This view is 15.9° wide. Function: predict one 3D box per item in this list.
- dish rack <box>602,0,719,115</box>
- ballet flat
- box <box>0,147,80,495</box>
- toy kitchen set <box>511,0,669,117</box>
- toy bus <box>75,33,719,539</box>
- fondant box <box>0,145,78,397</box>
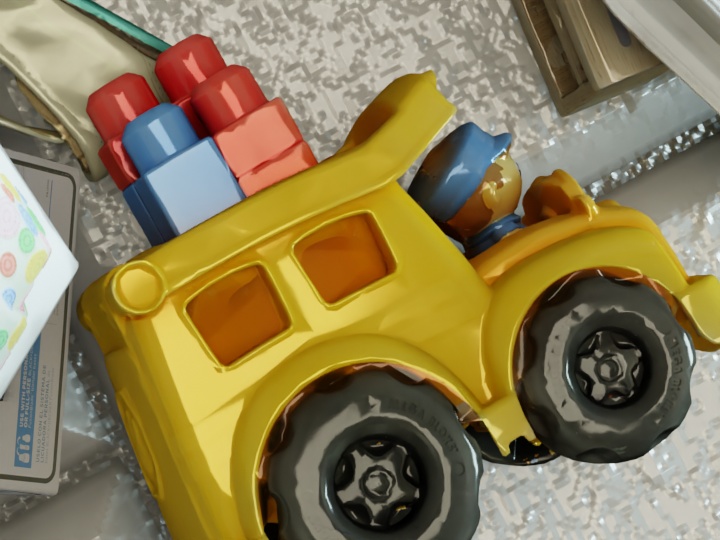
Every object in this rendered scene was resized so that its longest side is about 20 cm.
[{"bbox_3d":[0.164,-0.142,0.905,0.171,0.043,0.201,37,59,-32],"label":"dish rack"},{"bbox_3d":[-0.153,-0.100,0.887,0.199,0.069,0.070,35,79,-5],"label":"ballet flat"},{"bbox_3d":[-0.176,0.008,0.807,0.060,0.199,0.118,-1,80,34],"label":"box"},{"bbox_3d":[0.000,-0.126,0.865,0.199,0.163,0.182,-22,88,-12],"label":"toy kitchen set"},{"bbox_3d":[0.000,0.000,0.864,0.199,0.136,0.193,-27,90,-14],"label":"toy bus"},{"bbox_3d":[-0.172,0.020,0.707,0.145,0.058,0.201,60,44,-37],"label":"fondant box"}]
